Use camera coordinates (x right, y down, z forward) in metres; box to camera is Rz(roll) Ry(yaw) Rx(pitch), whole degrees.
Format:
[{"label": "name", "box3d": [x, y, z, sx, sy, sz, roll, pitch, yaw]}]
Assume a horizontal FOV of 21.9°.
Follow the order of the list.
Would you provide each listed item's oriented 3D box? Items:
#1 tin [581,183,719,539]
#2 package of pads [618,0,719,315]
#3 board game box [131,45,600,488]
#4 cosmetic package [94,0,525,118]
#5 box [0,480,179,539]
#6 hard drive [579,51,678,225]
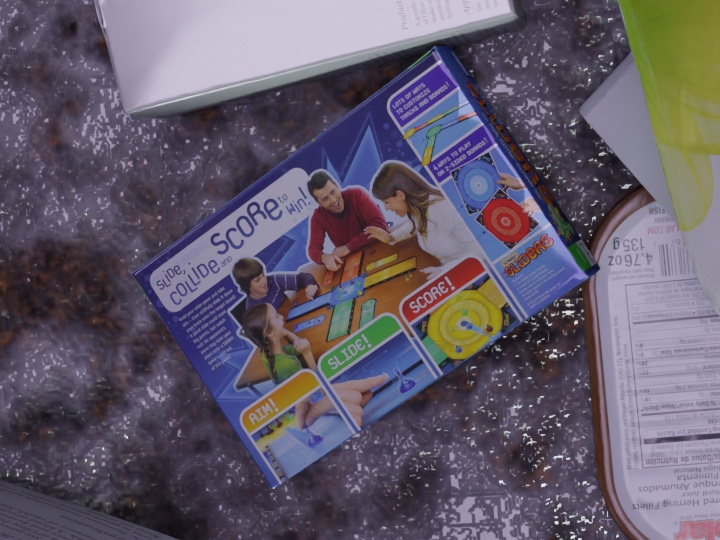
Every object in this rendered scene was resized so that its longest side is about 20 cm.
[{"label": "tin", "box3d": [0.168, 0.051, 0.926, 0.112, 0.042, 0.201, -5, 92, 13]}, {"label": "package of pads", "box3d": [0.198, -0.090, 0.809, 0.154, 0.068, 0.201, -22, 74, 29]}, {"label": "board game box", "box3d": [0.000, 0.000, 0.932, 0.200, 0.034, 0.136, -34, 87, 18]}, {"label": "cosmetic package", "box3d": [-0.028, -0.149, 0.922, 0.199, 0.085, 0.108, -12, 91, 9]}, {"label": "box", "box3d": [-0.221, 0.208, 0.901, 0.198, 0.171, 0.201, 14, 94, 23]}, {"label": "hard drive", "box3d": [0.210, -0.101, 0.858, 0.200, 0.026, 0.132, -48, 64, 20]}]
